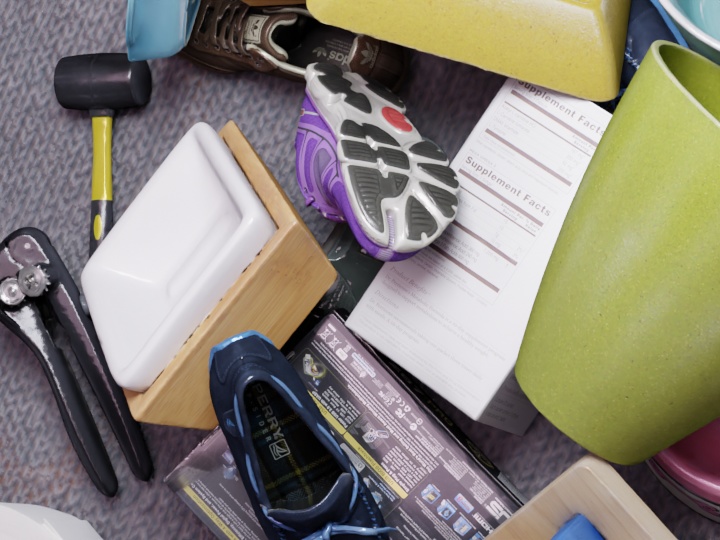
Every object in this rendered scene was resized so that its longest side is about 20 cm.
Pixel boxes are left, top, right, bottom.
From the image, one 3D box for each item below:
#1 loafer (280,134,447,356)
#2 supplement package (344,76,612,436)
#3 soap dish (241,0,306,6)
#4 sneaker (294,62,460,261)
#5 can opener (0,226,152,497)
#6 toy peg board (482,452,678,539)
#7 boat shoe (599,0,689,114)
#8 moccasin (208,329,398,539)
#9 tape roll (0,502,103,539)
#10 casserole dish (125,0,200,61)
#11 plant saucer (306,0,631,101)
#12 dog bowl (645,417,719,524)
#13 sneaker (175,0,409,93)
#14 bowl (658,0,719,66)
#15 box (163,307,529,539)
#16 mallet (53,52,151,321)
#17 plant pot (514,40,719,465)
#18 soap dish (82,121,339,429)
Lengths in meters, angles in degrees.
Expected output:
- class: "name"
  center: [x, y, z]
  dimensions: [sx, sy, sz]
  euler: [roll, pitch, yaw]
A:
- class: "loafer"
  center: [0.000, 0.000, 1.321]
  dimensions: [0.072, 0.063, 0.200]
  euler: [31, 97, -1]
- class: "supplement package"
  center: [0.102, -0.012, 1.249]
  dimensions: [0.109, 0.114, 0.200]
  euler: [35, 94, 22]
- class: "soap dish"
  center: [-0.015, -0.267, 1.314]
  dimensions: [0.157, 0.081, 0.201]
  euler: [-3, 63, 6]
- class: "sneaker"
  center: [0.003, -0.055, 1.234]
  dimensions: [0.080, 0.200, 0.084]
  euler: [13, 115, -19]
- class: "can opener"
  center: [-0.200, 0.061, 1.376]
  dimensions: [0.063, 0.079, 0.200]
  euler: [-32, 82, 7]
- class: "toy peg board"
  center: [0.123, 0.248, 1.142]
  dimensions: [0.200, 0.098, 0.199]
  euler: [47, 130, 4]
- class: "boat shoe"
  center: [0.167, -0.137, 1.269]
  dimensions: [0.068, 0.084, 0.200]
  euler: [-27, 58, -2]
- class: "moccasin"
  center: [-0.039, 0.134, 1.191]
  dimensions: [0.080, 0.068, 0.200]
  euler: [-33, 112, 0]
- class: "tape roll"
  center: [-0.252, 0.259, 1.360]
  dimensions: [0.202, 0.071, 0.203]
  euler: [-3, 80, 20]
- class: "casserole dish"
  center: [-0.120, -0.226, 1.330]
  dimensions: [0.039, 0.121, 0.200]
  euler: [11, 47, -1]
- class: "plant saucer"
  center: [0.082, -0.219, 1.216]
  dimensions: [0.199, 0.048, 0.201]
  euler: [15, 60, -6]
- class: "dog bowl"
  center: [0.249, 0.060, 1.207]
  dimensions: [0.199, 0.074, 0.201]
  euler: [-3, 80, 19]
- class: "sneaker"
  center: [-0.064, -0.168, 1.354]
  dimensions: [0.199, 0.076, 0.071]
  euler: [14, 87, 21]
- class: "bowl"
  center: [0.268, -0.182, 1.203]
  dimensions: [0.200, 0.105, 0.202]
  euler: [-3, 64, 7]
- class: "box"
  center: [-0.002, 0.149, 1.273]
  dimensions: [0.200, 0.049, 0.161]
  euler: [45, 96, 4]
- class: "mallet"
  center: [-0.174, -0.058, 1.402]
  dimensions: [0.066, 0.041, 0.201]
  euler: [-9, 84, 16]
- class: "plant pot"
  center: [0.181, 0.006, 1.121]
  dimensions: [0.187, 0.187, 0.200]
  euler: [44, 111, 20]
- class: "soap dish"
  center: [-0.100, 0.003, 1.282]
  dimensions: [0.157, 0.081, 0.200]
  euler: [-51, 25, 8]
